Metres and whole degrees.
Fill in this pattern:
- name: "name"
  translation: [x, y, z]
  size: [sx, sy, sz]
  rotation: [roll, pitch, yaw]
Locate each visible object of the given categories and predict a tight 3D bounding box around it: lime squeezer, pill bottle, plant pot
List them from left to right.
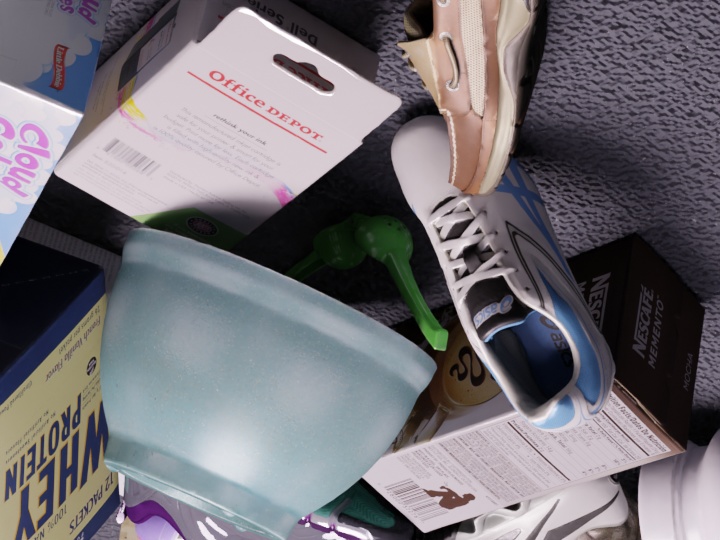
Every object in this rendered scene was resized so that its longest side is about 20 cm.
- name: "plant pot"
  translation: [-0.072, 0.078, 1.590]
  size: [0.200, 0.134, 0.200]
  rotation: [23, 172, 4]
- name: "lime squeezer"
  translation: [0.000, 0.000, 1.621]
  size: [0.038, 0.071, 0.200]
  rotation: [-8, -170, -34]
- name: "pill bottle"
  translation: [0.281, 0.145, 1.683]
  size: [0.199, 0.116, 0.116]
  rotation: [-8, 138, 24]

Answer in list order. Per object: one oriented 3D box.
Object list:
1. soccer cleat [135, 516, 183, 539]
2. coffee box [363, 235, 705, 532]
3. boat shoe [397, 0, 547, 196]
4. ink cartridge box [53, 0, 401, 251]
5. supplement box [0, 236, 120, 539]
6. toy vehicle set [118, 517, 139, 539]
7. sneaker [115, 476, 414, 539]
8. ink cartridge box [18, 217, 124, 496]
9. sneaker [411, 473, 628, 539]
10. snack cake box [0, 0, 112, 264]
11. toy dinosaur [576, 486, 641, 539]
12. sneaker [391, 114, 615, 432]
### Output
- name: "soccer cleat"
  translation: [-0.055, 0.140, 1.769]
  size: [0.199, 0.067, 0.077]
  rotation: [-8, 121, 10]
- name: "coffee box"
  translation: [0.102, 0.071, 1.638]
  size: [0.200, 0.113, 0.080]
  rotation: [-22, 129, 35]
- name: "boat shoe"
  translation: [0.060, -0.128, 1.437]
  size: [0.074, 0.076, 0.200]
  rotation: [13, 135, 7]
- name: "ink cartridge box"
  translation: [-0.070, -0.096, 1.507]
  size: [0.117, 0.067, 0.200]
  rotation: [30, 140, -23]
- name: "supplement box"
  translation: [-0.269, 0.081, 1.659]
  size: [0.200, 0.134, 0.200]
  rotation: [20, 133, 21]
- name: "toy vehicle set"
  translation: [-0.091, 0.216, 1.905]
  size: [0.124, 0.027, 0.200]
  rotation: [5, 157, 8]
- name: "sneaker"
  translation: [-0.061, 0.155, 1.715]
  size: [0.200, 0.074, 0.088]
  rotation: [21, 117, 18]
- name: "ink cartridge box"
  translation: [-0.180, 0.061, 1.755]
  size: [0.200, 0.043, 0.196]
  rotation: [23, 138, -14]
- name: "sneaker"
  translation: [0.080, 0.178, 1.708]
  size: [0.200, 0.074, 0.089]
  rotation: [-31, 116, 23]
- name: "snack cake box"
  translation: [-0.204, -0.087, 1.518]
  size: [0.067, 0.115, 0.200]
  rotation: [21, 142, -13]
- name: "toy dinosaur"
  translation: [0.129, 0.162, 1.778]
  size: [0.199, 0.077, 0.102]
  rotation: [1, 128, 7]
- name: "sneaker"
  translation: [0.077, -0.002, 1.515]
  size: [0.072, 0.200, 0.072]
  rotation: [-34, 170, 23]
